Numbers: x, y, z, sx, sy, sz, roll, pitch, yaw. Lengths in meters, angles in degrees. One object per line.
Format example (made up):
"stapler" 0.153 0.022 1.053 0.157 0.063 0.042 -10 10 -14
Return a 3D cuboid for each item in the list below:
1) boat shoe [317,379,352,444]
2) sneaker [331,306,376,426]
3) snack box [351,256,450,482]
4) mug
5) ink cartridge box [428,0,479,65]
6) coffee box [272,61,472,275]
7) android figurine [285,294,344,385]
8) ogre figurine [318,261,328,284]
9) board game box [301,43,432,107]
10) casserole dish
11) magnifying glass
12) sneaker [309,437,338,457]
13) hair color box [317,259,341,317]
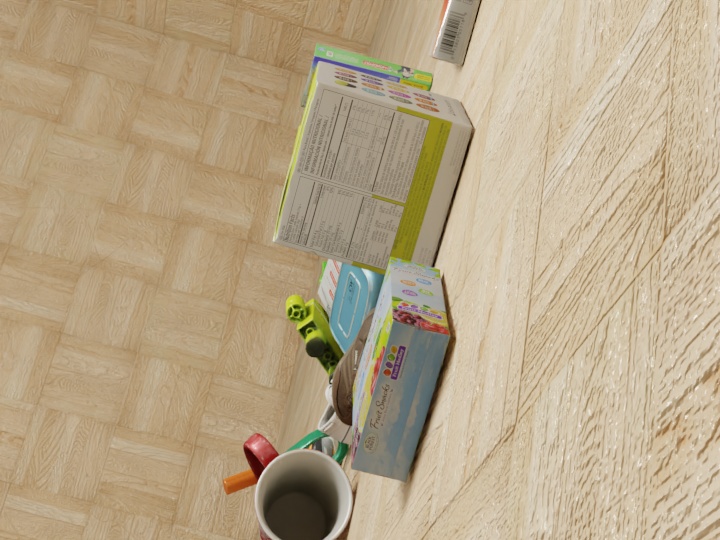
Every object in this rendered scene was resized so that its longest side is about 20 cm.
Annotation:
"boat shoe" -0.017 0.177 1.688 0.074 0.064 0.202 -80 7 -47
"sneaker" 0.004 0.138 1.539 0.076 0.069 0.202 -84 9 -54
"snack box" 0.039 0.100 1.276 0.200 0.067 0.171 -86 10 -72
"mug" -0.089 0.319 1.682 0.200 0.131 0.180 105 155 -67
"ink cartridge box" 0.134 -0.381 1.697 0.200 0.049 0.165 -110 35 -76
"coffee box" 0.011 -0.126 1.484 0.200 0.195 0.203 -92 18 -74
"android figurine" -0.053 0.114 1.833 0.041 0.183 0.200 -34 14 5
"ogre figurine" -0.011 -0.005 1.981 0.200 0.097 0.121 -53 8 47
"board game box" 0.008 -0.300 1.999 0.135 0.197 0.029 112 169 -57
"casserole dish" -0.001 0.048 1.711 0.122 0.038 0.202 54 141 43
"magnifying glass" -0.108 0.286 1.767 0.022 0.197 0.081 -129 30 -47
"sneaker" -0.076 0.306 1.916 0.201 0.076 0.079 112 172 -50
"hair color box" 0.000 0.000 1.811 0.202 0.063 0.112 111 146 -41
